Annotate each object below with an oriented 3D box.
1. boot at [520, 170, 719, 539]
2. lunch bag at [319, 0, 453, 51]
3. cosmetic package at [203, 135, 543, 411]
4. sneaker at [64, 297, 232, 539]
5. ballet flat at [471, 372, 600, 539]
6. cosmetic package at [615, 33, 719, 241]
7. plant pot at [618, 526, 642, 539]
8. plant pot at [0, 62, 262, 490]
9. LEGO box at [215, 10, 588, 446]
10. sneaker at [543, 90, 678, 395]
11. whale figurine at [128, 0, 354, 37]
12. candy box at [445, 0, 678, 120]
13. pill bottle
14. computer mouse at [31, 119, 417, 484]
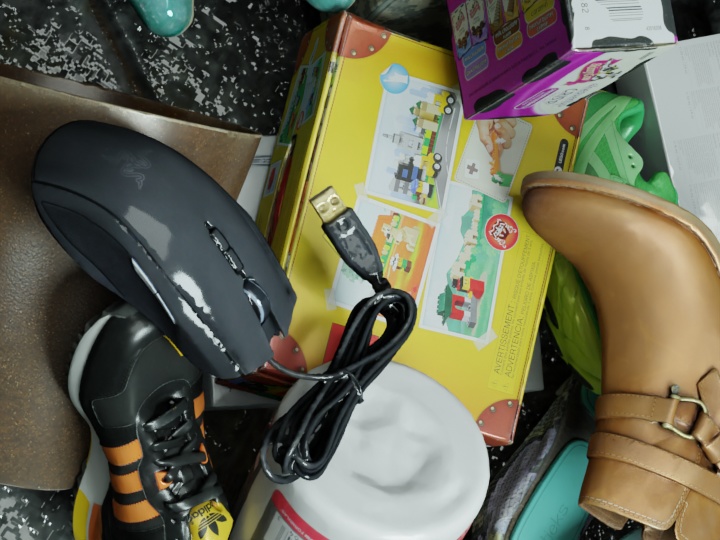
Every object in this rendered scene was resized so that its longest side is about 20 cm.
[{"bbox_3d":[0.141,0.053,1.086,0.200,0.077,0.155,34,73,-17],"label":"boot"},{"bbox_3d":[0.066,-0.213,1.196,0.200,0.139,0.168,-5,74,-19],"label":"lunch bag"},{"bbox_3d":[0.000,0.000,1.186,0.200,0.052,0.151,-2,86,-20],"label":"cosmetic package"},{"bbox_3d":[-0.091,0.093,1.024,0.070,0.200,0.090,-30,57,-32],"label":"sneaker"},{"bbox_3d":[0.126,0.093,1.207,0.072,0.072,0.200,42,71,-10],"label":"ballet flat"},{"bbox_3d":[0.217,-0.040,1.267,0.082,0.051,0.200,-11,87,-17],"label":"cosmetic package"},{"bbox_3d":[0.167,0.227,1.154,0.200,0.200,0.134,-41,70,-20],"label":"plant pot"},{"bbox_3d":[-0.165,0.004,1.071,0.187,0.187,0.200,13,95,-17],"label":"plant pot"},{"bbox_3d":[0.023,-0.017,1.127,0.149,0.077,0.200,18,78,-17],"label":"LEGO box"},{"bbox_3d":[0.141,-0.026,1.192,0.084,0.074,0.200,-2,60,1],"label":"sneaker"},{"bbox_3d":[-0.091,-0.200,1.112,0.200,0.104,0.159,23,104,18],"label":"whale figurine"},{"bbox_3d":[0.088,-0.188,1.049,0.061,0.136,0.200,-6,82,-21],"label":"candy box"},{"bbox_3d":[-0.016,0.144,1.074,0.111,0.200,0.111,11,49,-13],"label":"pill bottle"},{"bbox_3d":[-0.050,-0.012,0.977,0.200,0.046,0.140,49,49,-9],"label":"computer mouse"}]
